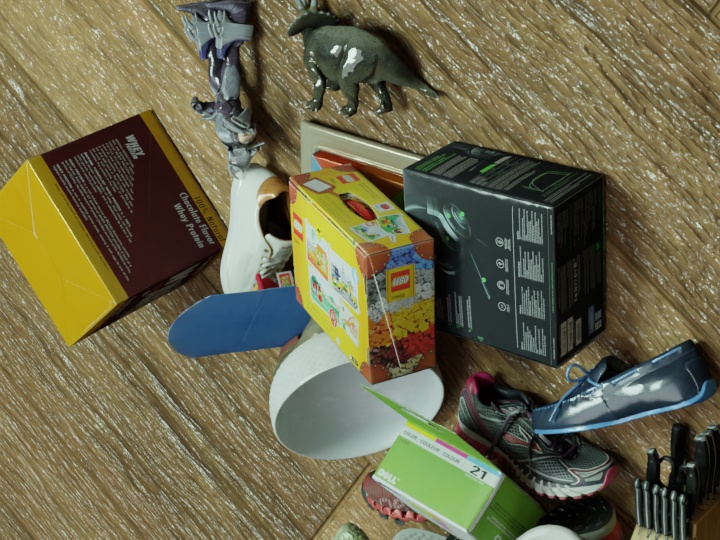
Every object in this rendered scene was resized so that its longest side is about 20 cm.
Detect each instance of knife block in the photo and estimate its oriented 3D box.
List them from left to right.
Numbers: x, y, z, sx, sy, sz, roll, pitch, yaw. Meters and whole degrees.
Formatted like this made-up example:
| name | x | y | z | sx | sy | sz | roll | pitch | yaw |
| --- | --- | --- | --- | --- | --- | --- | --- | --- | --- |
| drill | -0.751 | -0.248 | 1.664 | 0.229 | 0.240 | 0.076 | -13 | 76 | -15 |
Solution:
| name | x | y | z | sx | sy | sz | roll | pitch | yaw |
| --- | --- | --- | --- | --- | --- | --- | --- | --- | --- |
| knife block | 0.330 | 0.248 | 1.574 | 0.064 | 0.177 | 0.200 | 18 | 168 | 36 |

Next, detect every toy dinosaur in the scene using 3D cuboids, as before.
| name | x | y | z | sx | sy | sz | roll | pitch | yaw |
| --- | --- | --- | --- | --- | --- | --- | --- | --- | --- |
| toy dinosaur | -0.011 | -0.215 | 1.624 | 0.199 | 0.077 | 0.103 | 28 | 135 | 34 |

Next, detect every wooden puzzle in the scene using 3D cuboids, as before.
| name | x | y | z | sx | sy | sz | roll | pitch | yaw |
| --- | --- | --- | --- | --- | --- | --- | --- | --- | --- |
| wooden puzzle | 0.003 | -0.055 | 1.724 | 0.199 | 0.037 | 0.187 | 22 | 126 | 34 |

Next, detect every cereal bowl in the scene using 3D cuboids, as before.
| name | x | y | z | sx | sy | sz | roll | pitch | yaw |
| --- | --- | --- | --- | --- | --- | --- | --- | --- | --- |
| cereal bowl | -0.010 | 0.123 | 1.741 | 0.201 | 0.198 | 0.084 | 119 | 144 | -43 |

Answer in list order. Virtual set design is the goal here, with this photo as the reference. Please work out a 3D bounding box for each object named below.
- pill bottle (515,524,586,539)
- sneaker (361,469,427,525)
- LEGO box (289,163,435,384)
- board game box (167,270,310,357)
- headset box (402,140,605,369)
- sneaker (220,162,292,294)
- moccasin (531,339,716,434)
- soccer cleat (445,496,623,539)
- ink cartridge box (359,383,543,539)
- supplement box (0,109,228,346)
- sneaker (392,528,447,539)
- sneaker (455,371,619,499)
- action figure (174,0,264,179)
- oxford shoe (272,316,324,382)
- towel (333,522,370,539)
| name | x | y | z | sx | sy | sz | roll | pitch | yaw |
| --- | --- | --- | --- | --- | --- | --- | --- | --- | --- |
| pill bottle | 0.233 | 0.348 | 1.613 | 0.110 | 0.112 | 0.200 | 2 | 152 | 42 |
| sneaker | 0.082 | 0.244 | 1.786 | 0.199 | 0.071 | 0.099 | 8 | 117 | 38 |
| LEGO box | 0.000 | 0.000 | 1.623 | 0.200 | 0.076 | 0.151 | -134 | 37 | -53 |
| board game box | -0.128 | 0.043 | 1.807 | 0.158 | 0.198 | 0.039 | 119 | 140 | -57 |
| headset box | 0.138 | -0.021 | 1.575 | 0.198 | 0.092 | 0.176 | 16 | 122 | 37 |
| sneaker | -0.112 | -0.017 | 1.819 | 0.084 | 0.072 | 0.202 | 30 | 129 | 42 |
| moccasin | 0.258 | 0.115 | 1.560 | 0.198 | 0.080 | 0.069 | -18 | 84 | 30 |
| soccer cleat | 0.185 | 0.298 | 1.685 | 0.198 | 0.069 | 0.074 | -14 | 121 | 19 |
| ink cartridge box | 0.077 | 0.209 | 1.612 | 0.147 | 0.076 | 0.200 | 25 | 168 | 43 |
| supplement box | -0.300 | -0.053 | 1.889 | 0.133 | 0.199 | 0.198 | -36 | 86 | 47 |
| sneaker | 0.129 | 0.363 | 1.813 | 0.198 | 0.076 | 0.105 | 19 | 154 | 15 |
| sneaker | 0.181 | 0.176 | 1.651 | 0.199 | 0.080 | 0.076 | 23 | 124 | 33 |
| action figure | -0.152 | -0.201 | 1.762 | 0.130 | 0.069 | 0.203 | 13 | 113 | 59 |
| oxford shoe | -0.044 | 0.097 | 1.809 | 0.070 | 0.075 | 0.200 | 28 | 140 | -9 |
| towel | 0.039 | 0.385 | 1.845 | 0.148 | 0.036 | 0.201 | 45 | 169 | 36 |
